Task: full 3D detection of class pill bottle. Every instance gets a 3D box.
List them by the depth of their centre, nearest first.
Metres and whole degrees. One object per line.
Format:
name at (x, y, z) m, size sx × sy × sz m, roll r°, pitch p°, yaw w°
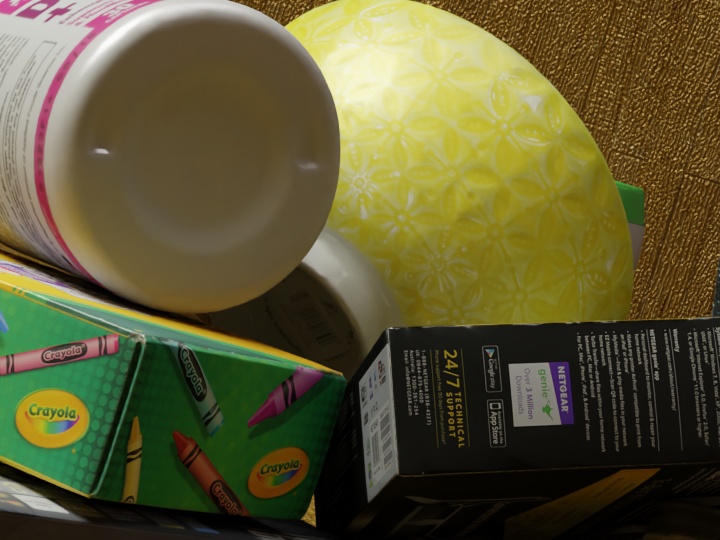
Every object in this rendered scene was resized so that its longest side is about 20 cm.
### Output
pill bottle at (-0.100, -0.054, 0.864) m, size 0.113 × 0.113 × 0.200 m, roll 15°, pitch 1°, yaw -30°

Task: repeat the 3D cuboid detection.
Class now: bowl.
bowl at (0.000, 0.000, 0.915) m, size 0.200 × 0.200 × 0.108 m, roll 19°, pitch 41°, yaw 29°

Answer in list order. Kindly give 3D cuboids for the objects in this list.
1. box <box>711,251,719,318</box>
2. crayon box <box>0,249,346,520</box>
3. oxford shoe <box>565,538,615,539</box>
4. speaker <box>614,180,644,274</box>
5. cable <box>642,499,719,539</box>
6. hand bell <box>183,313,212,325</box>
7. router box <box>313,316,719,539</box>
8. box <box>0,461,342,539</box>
box at (0.180, 0.041, 0.796) m, size 0.137 × 0.038 × 0.200 m, roll 54°, pitch -17°, yaw 33°
crayon box at (-0.120, 0.030, 0.801) m, size 0.200 × 0.058 × 0.119 m, roll 18°, pitch 1°, yaw 34°
oxford shoe at (0.131, 0.157, 0.883) m, size 0.200 × 0.073 × 0.084 m, roll 13°, pitch -22°, yaw -4°
speaker at (0.068, 0.048, 1.034) m, size 0.088 × 0.200 × 0.088 m, roll 17°, pitch 4°, yaw -1°
cable at (0.190, 0.125, 0.744) m, size 0.200 × 0.050 × 0.097 m, roll 16°, pitch -13°, yaw 6°
hand bell at (-0.078, 0.078, 1.034) m, size 0.104 × 0.104 × 0.200 m, roll 18°, pitch -9°, yaw 18°
router box at (0.072, 0.064, 0.814) m, size 0.157 × 0.052 × 0.200 m, roll -1°, pitch -15°, yaw -10°
box at (-0.116, 0.089, 0.793) m, size 0.161 × 0.049 × 0.200 m, roll 22°, pitch 5°, yaw 43°
